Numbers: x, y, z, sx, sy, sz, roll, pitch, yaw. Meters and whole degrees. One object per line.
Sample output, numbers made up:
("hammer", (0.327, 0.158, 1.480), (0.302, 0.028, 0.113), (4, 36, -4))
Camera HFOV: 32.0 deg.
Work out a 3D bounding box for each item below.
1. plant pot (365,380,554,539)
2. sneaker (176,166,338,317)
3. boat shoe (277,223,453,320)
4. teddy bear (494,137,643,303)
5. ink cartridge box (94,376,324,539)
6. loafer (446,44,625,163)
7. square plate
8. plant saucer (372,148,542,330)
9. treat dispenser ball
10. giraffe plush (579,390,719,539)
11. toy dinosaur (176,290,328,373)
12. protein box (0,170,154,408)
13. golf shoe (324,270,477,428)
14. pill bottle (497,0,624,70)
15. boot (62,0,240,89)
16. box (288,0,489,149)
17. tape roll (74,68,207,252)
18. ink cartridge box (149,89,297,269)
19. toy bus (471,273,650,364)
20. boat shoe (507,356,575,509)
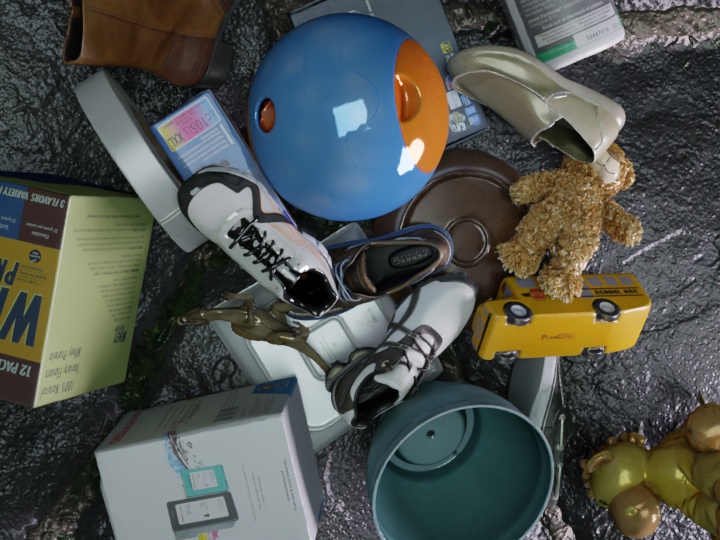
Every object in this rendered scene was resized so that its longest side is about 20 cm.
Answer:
("plant pot", (0.091, 0.200, 1.347), (0.198, 0.134, 0.202), (-6, 115, -13))
("sneaker", (-0.090, -0.027, 1.198), (0.200, 0.080, 0.074), (36, 104, -33))
("boat shoe", (0.000, 0.000, 1.320), (0.199, 0.072, 0.073), (-24, 93, 9))
("teddy bear", (0.227, -0.063, 1.340), (0.200, 0.067, 0.145), (-41, 69, -14))
("ink cartridge box", (-0.154, 0.217, 1.319), (0.198, 0.147, 0.147), (-12, 99, 6))
("loafer", (0.180, -0.171, 1.302), (0.198, 0.076, 0.069), (20, 67, -6))
("square plate", (-0.037, 0.082, 1.388), (0.197, 0.028, 0.201), (-31, 98, -1))
("plant saucer", (0.113, -0.033, 1.377), (0.198, 0.034, 0.202), (-1, 94, -11))
("treat dispenser ball", (-0.013, -0.149, 1.227), (0.199, 0.201, 0.203), (-1, 97, -5))
("giraffe plush", (0.327, 0.226, 1.370), (0.161, 0.201, 0.174), (-15, 122, 2))
("toy dinosaur", (-0.090, 0.060, 1.327), (0.199, 0.101, 0.059), (24, 57, -20))
("protein box", (-0.319, 0.012, 1.253), (0.134, 0.198, 0.202), (12, 96, 14))
("golf shoe", (0.053, 0.090, 1.303), (0.078, 0.095, 0.200), (39, 103, -25))
("pill bottle", (0.192, -0.317, 1.320), (0.112, 0.113, 0.201), (-24, 99, -2))
("boot", (-0.211, -0.284, 1.250), (0.199, 0.068, 0.190), (6, 97, -50))
("box", (0.030, -0.213, 1.348), (0.157, 0.051, 0.201), (-22, 98, -1))
("tape roll", (-0.215, -0.110, 1.262), (0.037, 0.203, 0.204), (-34, 98, -1))
("ink cartridge box", (-0.131, -0.084, 1.305), (0.076, 0.136, 0.201), (-34, 98, 0))
("toy bus", (0.213, 0.048, 1.353), (0.198, 0.079, 0.065), (-2, 130, -20))
("boat shoe", (0.203, 0.168, 1.404), (0.063, 0.071, 0.202), (6, 96, -20))
